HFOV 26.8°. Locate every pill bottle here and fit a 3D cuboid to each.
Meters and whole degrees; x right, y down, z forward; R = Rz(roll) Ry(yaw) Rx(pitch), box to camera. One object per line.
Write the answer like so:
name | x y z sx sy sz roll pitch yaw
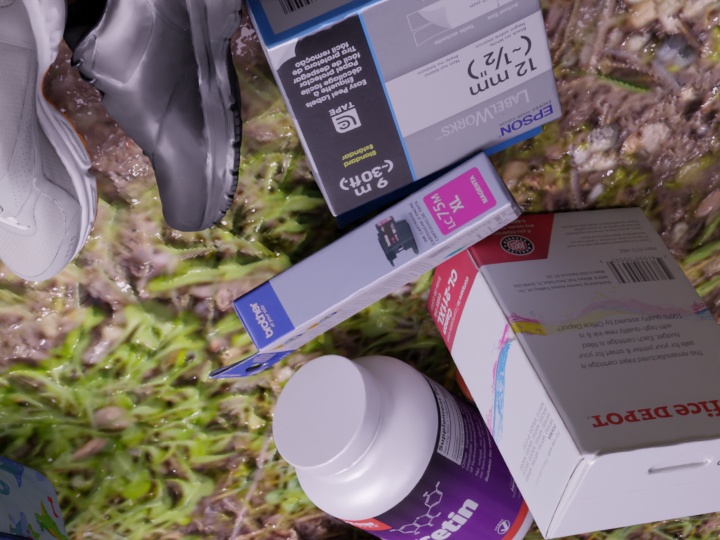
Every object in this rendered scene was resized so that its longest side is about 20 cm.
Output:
pill bottle | 0.031 0.129 1.034 0.112 0.113 0.200 -40 138 16

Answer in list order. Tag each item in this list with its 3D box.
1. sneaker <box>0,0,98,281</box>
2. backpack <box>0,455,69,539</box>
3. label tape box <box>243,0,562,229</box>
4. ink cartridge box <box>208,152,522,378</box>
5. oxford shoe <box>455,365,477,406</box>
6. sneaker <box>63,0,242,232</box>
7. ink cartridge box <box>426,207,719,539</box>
sneaker | -0.184 -0.059 0.726 0.075 0.092 0.201 16 138 17
backpack | -0.275 0.214 0.945 0.200 0.147 0.183 -44 139 17
label tape box | 0.033 -0.098 0.832 0.143 0.066 0.200 -24 138 -1
ink cartridge box | 0.000 0.000 0.896 0.199 0.042 0.119 -33 174 6
oxford shoe | 0.153 0.081 1.080 0.199 0.071 0.073 -4 140 -24
sneaker | -0.104 -0.104 0.763 0.090 0.076 0.201 -5 129 -9
ink cartridge box | 0.147 0.059 0.951 0.145 0.201 0.083 -4 135 -23
